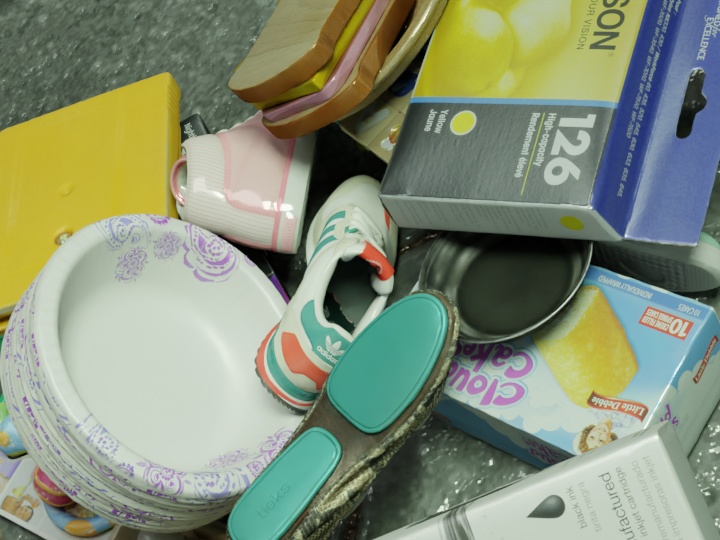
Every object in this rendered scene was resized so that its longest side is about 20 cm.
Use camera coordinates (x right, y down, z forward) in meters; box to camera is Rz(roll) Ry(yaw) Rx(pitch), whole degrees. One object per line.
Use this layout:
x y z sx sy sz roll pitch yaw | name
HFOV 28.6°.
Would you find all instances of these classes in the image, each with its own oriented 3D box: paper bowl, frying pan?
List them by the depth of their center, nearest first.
0.094 -0.030 0.882 0.113 0.031 0.192 -13 47 25 | frying pan
-0.138 0.073 0.926 0.104 0.199 0.203 -41 37 44 | paper bowl

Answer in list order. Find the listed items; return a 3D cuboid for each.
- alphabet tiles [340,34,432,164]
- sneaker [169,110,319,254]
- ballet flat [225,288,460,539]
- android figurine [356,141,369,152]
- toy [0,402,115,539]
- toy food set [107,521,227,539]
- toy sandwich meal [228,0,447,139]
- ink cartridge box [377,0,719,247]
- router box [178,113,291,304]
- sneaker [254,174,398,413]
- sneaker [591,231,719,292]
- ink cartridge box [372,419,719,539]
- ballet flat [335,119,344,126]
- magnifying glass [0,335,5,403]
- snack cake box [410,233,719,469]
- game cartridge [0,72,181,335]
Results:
0.083 -0.145 0.945 0.200 0.006 0.166 -46 52 -5 | alphabet tiles
-0.083 -0.088 1.044 0.103 0.076 0.201 7 36 1 | sneaker
-0.002 0.100 0.853 0.068 0.075 0.201 39 92 35 | ballet flat
0.080 -0.152 1.060 0.200 0.041 0.182 -46 47 -5 | android figurine
-0.210 0.138 1.031 0.198 0.047 0.116 15 69 39 | toy
-0.100 0.226 0.892 0.198 0.060 0.145 11 65 37 | toy food set
-0.017 -0.182 0.963 0.204 0.070 0.207 -36 36 32 | toy sandwich meal
0.128 -0.115 0.871 0.198 0.047 0.200 3 62 32 | ink cartridge box
-0.153 -0.014 1.087 0.148 0.051 0.201 -28 49 0 | router box
0.000 0.000 0.943 0.093 0.070 0.201 -39 20 45 | sneaker
0.168 -0.065 0.917 0.199 0.074 0.119 24 79 43 | sneaker
0.097 0.185 0.742 0.198 0.083 0.149 -25 81 15 | ink cartridge box
0.061 -0.162 1.021 0.199 0.070 0.066 -38 74 4 | ballet flat
-0.273 0.061 1.145 0.201 0.022 0.079 -50 48 -6 | magnifying glass
0.116 0.056 0.873 0.199 0.067 0.116 22 71 40 | snack cake box
-0.220 -0.053 1.091 0.174 0.033 0.202 -17 47 13 | game cartridge
